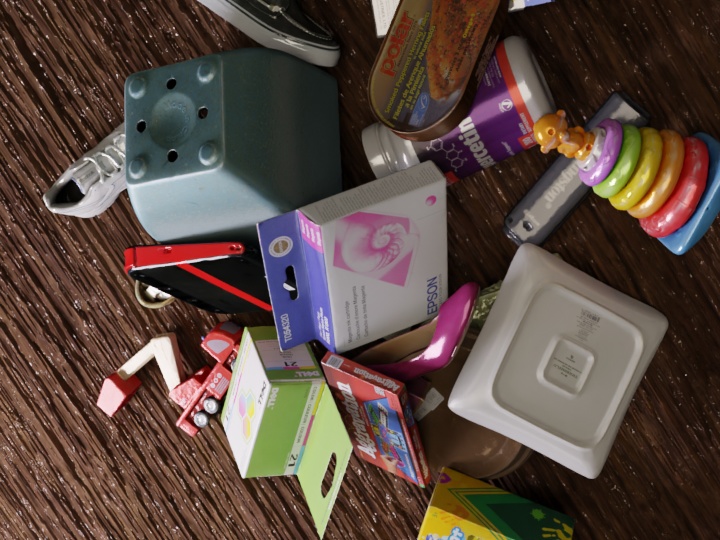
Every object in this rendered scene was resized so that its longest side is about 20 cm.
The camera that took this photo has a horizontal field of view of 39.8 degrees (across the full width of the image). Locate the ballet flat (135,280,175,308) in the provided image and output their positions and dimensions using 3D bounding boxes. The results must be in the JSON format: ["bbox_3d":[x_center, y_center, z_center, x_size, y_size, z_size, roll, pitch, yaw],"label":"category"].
[{"bbox_3d":[-0.204,-0.028,1.197,0.071,0.071,0.200,43,109,0],"label":"ballet flat"}]

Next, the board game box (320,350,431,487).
[{"bbox_3d":[0.021,0.174,1.138,0.102,0.020,0.202,21,148,29],"label":"board game box"}]

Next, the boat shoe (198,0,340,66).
[{"bbox_3d":[-0.103,-0.295,1.100,0.198,0.072,0.072,30,113,7],"label":"boat shoe"}]

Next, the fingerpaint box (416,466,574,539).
[{"bbox_3d":[0.141,0.354,1.174,0.164,0.074,0.203,20,124,9],"label":"fingerpaint box"}]

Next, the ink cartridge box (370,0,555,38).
[{"bbox_3d":[0.103,-0.326,1.058,0.196,0.042,0.122,-7,102,18],"label":"ink cartridge box"}]

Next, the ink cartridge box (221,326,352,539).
[{"bbox_3d":[-0.088,0.182,1.137,0.074,0.201,0.150,2,124,-26],"label":"ink cartridge box"}]

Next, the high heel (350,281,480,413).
[{"bbox_3d":[0.055,0.073,1.080,0.095,0.068,0.202,28,124,1],"label":"high heel"}]

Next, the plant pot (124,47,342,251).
[{"bbox_3d":[-0.145,-0.130,1.046,0.193,0.199,0.200,-8,77,21],"label":"plant pot"}]

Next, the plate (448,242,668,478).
[{"bbox_3d":[0.221,0.101,1.083,0.197,0.032,0.203,26,89,-9],"label":"plate"}]

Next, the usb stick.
[{"bbox_3d":[0.233,-0.105,1.083,0.055,0.033,0.201,40,110,1],"label":"usb stick"}]

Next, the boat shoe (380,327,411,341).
[{"bbox_3d":[-0.013,0.002,1.165,0.072,0.067,0.201,-45,102,-25],"label":"boat shoe"}]

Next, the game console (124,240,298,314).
[{"bbox_3d":[-0.149,0.007,1.121,0.174,0.199,0.032,-7,71,26],"label":"game console"}]

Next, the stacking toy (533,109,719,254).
[{"bbox_3d":[0.261,-0.110,1.006,0.197,0.110,0.118,20,109,-11],"label":"stacking toy"}]

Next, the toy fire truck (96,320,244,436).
[{"bbox_3d":[-0.228,0.128,1.250,0.140,0.049,0.201,38,110,3],"label":"toy fire truck"}]

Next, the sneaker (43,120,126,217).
[{"bbox_3d":[-0.294,-0.123,1.185,0.199,0.087,0.075,-38,91,18],"label":"sneaker"}]

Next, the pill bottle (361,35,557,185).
[{"bbox_3d":[0.104,-0.157,1.060,0.197,0.112,0.114,-24,97,19],"label":"pill bottle"}]

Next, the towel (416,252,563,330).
[{"bbox_3d":[0.175,0.082,1.142,0.198,0.036,0.150,-27,96,20],"label":"towel"}]

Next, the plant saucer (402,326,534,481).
[{"bbox_3d":[0.112,0.159,1.147,0.196,0.029,0.204,10,115,22],"label":"plant saucer"}]

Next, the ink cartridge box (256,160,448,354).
[{"bbox_3d":[0.000,0.000,1.054,0.197,0.044,0.199,-22,137,-14],"label":"ink cartridge box"}]

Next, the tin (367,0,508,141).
[{"bbox_3d":[0.079,-0.228,1.008,0.110,0.042,0.203,21,86,26],"label":"tin"}]
